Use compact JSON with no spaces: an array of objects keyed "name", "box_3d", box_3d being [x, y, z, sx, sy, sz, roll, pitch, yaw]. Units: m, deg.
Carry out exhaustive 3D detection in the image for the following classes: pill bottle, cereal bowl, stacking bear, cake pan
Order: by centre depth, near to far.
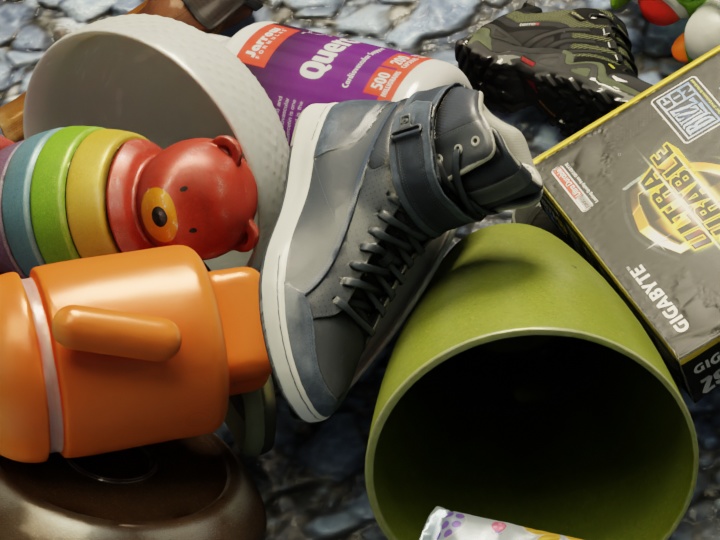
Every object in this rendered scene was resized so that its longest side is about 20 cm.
[{"name":"cake pan","box_3d":[0.000,0.000,1.566,0.037,0.200,0.200,33,48,-13]},{"name":"stacking bear","box_3d":[-0.158,-0.040,1.593,0.200,0.122,0.114,-4,8,28]},{"name":"cereal bowl","box_3d":[-0.122,-0.080,1.672,0.200,0.200,0.083,19,34,30]},{"name":"pill bottle","box_3d":[-0.029,-0.105,1.724,0.200,0.113,0.113,16,51,27]}]

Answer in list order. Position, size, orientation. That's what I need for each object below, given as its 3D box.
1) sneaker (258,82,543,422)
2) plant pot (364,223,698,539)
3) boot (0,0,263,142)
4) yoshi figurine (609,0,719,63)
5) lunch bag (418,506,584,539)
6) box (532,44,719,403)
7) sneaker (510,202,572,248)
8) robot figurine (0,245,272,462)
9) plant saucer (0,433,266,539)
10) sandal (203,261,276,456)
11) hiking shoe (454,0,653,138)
[{"name":"sneaker","box_3d":[0.025,-0.016,1.425,0.146,0.077,0.203,-7,61,28]},{"name":"plant pot","box_3d":[0.093,0.060,1.495,0.187,0.187,0.200,-10,31,4]},{"name":"boot","box_3d":[-0.168,-0.156,1.843,0.200,0.069,0.188,-35,14,7]},{"name":"yoshi figurine","box_3d":[0.248,-0.208,1.742,0.112,0.112,0.200,-26,70,-24]},{"name":"lunch bag","box_3d":[0.089,0.242,1.334,0.169,0.127,0.200,11,58,24]},{"name":"box","box_3d":[0.216,-0.034,1.533,0.160,0.049,0.200,-30,46,-4]},{"name":"sneaker","box_3d":[0.195,-0.042,1.619,0.200,0.076,0.079,-13,24,1]},{"name":"robot figurine","box_3d":[-0.151,0.048,1.475,0.200,0.117,0.144,-10,25,-13]},{"name":"plant saucer","box_3d":[-0.152,0.123,1.515,0.200,0.032,0.200,11,24,-5]},{"name":"sandal","box_3d":[-0.110,0.047,1.596,0.057,0.080,0.201,-16,34,-17]},{"name":"hiking shoe","box_3d":[0.162,-0.142,1.741,0.200,0.076,0.101,27,60,36]}]
